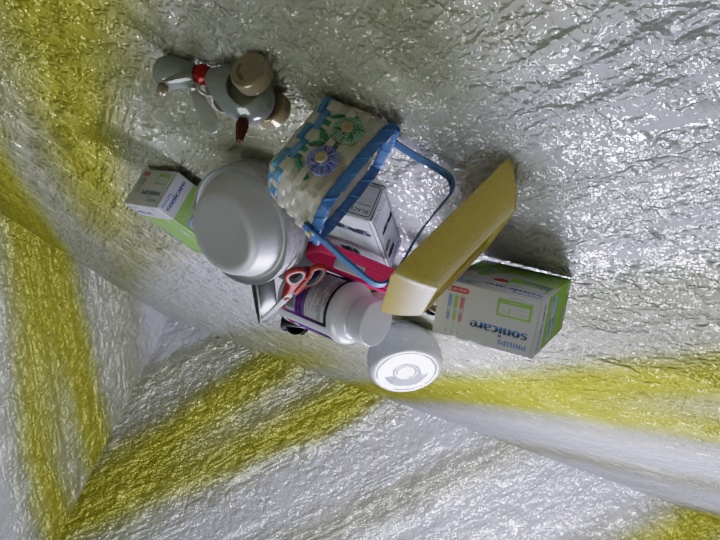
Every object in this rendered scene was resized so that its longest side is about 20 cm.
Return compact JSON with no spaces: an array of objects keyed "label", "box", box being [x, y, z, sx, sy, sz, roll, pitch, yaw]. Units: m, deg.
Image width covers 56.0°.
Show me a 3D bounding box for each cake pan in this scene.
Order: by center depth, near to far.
[{"label":"cake pan","box":[-0.191,0.000,1.292,0.037,0.201,0.200,-9,169,-12]}]

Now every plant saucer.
[{"label":"plant saucer","box":[0.115,-0.022,0.848,0.048,0.200,0.200,44,167,10]}]

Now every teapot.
[{"label":"teapot","box":[0.107,0.194,1.669,0.196,0.147,0.201,-1,134,-5]}]

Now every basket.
[{"label":"basket","box":[-0.005,-0.098,0.826,0.200,0.177,0.139,35,160,-1]}]

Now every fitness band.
[{"label":"fitness band","box":[0.000,0.000,1.169,0.199,0.038,0.144,23,175,-7]}]

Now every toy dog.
[{"label":"toy dog","box":[-0.182,-0.212,0.851,0.199,0.097,0.132,8,157,43]}]

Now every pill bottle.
[{"label":"pill bottle","box":[-0.045,0.065,1.204,0.199,0.112,0.111,18,165,40]}]

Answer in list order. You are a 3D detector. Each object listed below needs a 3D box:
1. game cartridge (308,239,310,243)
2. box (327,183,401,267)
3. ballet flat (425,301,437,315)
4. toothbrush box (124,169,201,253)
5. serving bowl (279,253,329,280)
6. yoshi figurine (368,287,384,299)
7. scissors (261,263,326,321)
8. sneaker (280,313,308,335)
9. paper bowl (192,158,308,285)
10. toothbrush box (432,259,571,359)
[{"label":"game cartridge","box":[-0.141,-0.083,1.317,0.133,0.042,0.200,33,162,-17]},{"label":"box","box":[-0.006,-0.078,1.098,0.116,0.060,0.200,18,163,19]},{"label":"ballet flat","box":[0.172,0.053,1.256,0.074,0.075,0.200,27,163,-11]},{"label":"toothbrush box","box":[-0.352,-0.113,1.381,0.145,0.086,0.200,12,160,47]},{"label":"serving bowl","box":[-0.101,0.002,1.386,0.199,0.066,0.200,10,172,1]},{"label":"yoshi figurine","box":[0.034,0.050,1.342,0.199,0.112,0.112,2,-130,-50]},{"label":"scissors","box":[-0.117,0.043,1.177,0.073,0.014,0.200,-5,151,-27]},{"label":"sneaker","box":[-0.134,0.081,1.388,0.070,0.100,0.200,9,174,-5]},{"label":"paper bowl","box":[-0.191,-0.073,1.103,0.200,0.104,0.202,14,118,28]},{"label":"toothbrush box","box":[0.212,0.050,0.992,0.145,0.087,0.200,14,-165,26]}]
